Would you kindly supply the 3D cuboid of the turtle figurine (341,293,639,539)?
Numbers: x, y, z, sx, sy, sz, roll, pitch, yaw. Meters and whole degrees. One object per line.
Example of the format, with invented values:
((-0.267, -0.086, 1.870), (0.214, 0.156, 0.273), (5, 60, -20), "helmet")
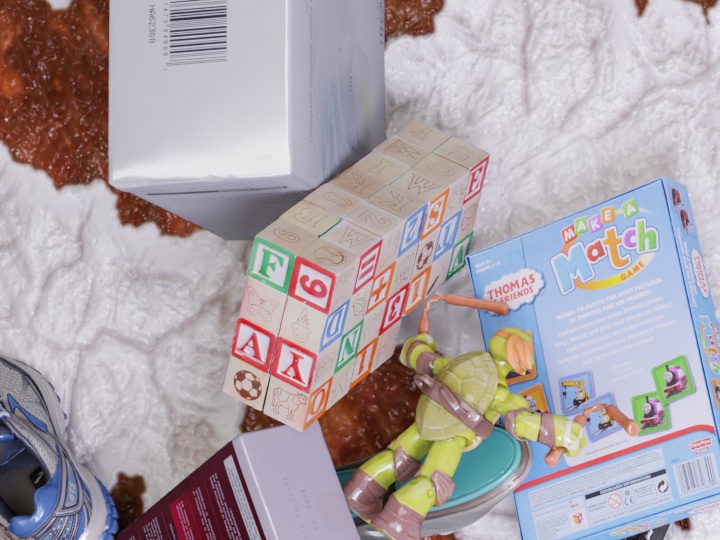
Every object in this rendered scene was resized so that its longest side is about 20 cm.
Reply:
((0.062, 0.094, 1.623), (0.200, 0.064, 0.161), (33, 84, 44), "turtle figurine")

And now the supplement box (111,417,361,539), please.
((-0.077, 0.179, 1.680), (0.200, 0.061, 0.109), (-40, 66, 52), "supplement box")

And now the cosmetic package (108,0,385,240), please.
((-0.066, -0.135, 1.709), (0.123, 0.200, 0.200), (-3, 81, 16), "cosmetic package")

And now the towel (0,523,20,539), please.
((-0.246, 0.246, 1.755), (0.133, 0.034, 0.200), (-57, 48, 18), "towel")

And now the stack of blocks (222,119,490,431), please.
((0.000, 0.000, 1.668), (0.058, 0.200, 0.115), (26, 125, 19), "stack of blocks")

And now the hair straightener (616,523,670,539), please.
((0.170, 0.133, 1.684), (0.077, 0.041, 0.200), (23, 95, 38), "hair straightener")

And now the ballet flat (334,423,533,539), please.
((0.028, 0.144, 1.705), (0.200, 0.064, 0.068), (-16, 51, 25), "ballet flat")

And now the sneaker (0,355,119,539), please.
((-0.234, 0.111, 1.773), (0.077, 0.085, 0.200), (-49, 52, 6), "sneaker")

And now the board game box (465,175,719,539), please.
((0.151, 0.062, 1.663), (0.151, 0.037, 0.200), (-22, 69, 32), "board game box")
